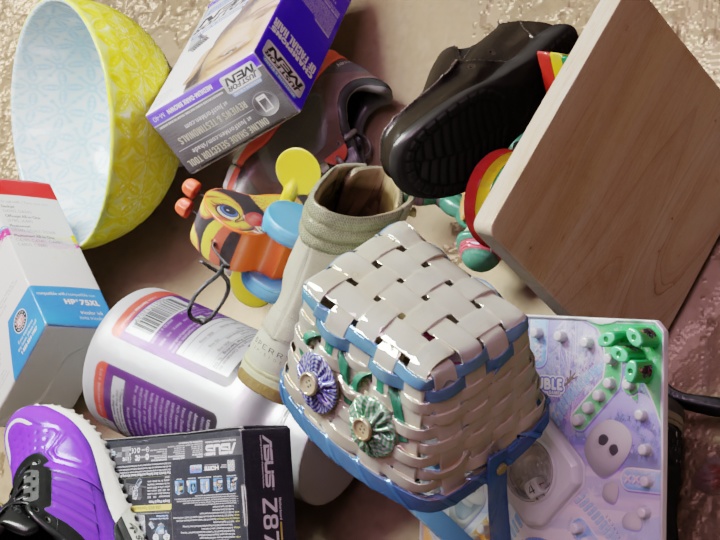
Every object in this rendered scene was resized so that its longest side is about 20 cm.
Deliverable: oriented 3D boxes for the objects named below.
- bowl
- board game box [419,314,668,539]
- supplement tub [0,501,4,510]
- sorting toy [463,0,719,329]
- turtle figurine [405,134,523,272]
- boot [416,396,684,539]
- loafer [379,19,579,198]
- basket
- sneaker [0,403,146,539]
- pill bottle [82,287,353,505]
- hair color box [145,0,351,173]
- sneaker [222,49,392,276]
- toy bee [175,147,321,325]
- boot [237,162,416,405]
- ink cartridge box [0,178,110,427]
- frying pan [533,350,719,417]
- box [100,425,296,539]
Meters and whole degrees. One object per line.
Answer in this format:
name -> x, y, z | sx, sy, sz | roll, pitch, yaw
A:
bowl -> -0.190, -0.118, 1.808 | 0.107, 0.201, 0.201 | -5, 48, -30
board game box -> 0.110, 0.130, 1.490 | 0.199, 0.026, 0.202 | 2, 92, 43
supplement tub -> -0.295, 0.222, 1.615 | 0.145, 0.200, 0.146 | -13, 60, 24
sorting toy -> 0.164, -0.063, 1.580 | 0.069, 0.199, 0.201 | 15, 69, 47
turtle figurine -> 0.088, -0.071, 1.670 | 0.149, 0.101, 0.201 | -12, 48, 34
boot -> 0.125, 0.173, 1.536 | 0.202, 0.073, 0.155 | -14, 62, 21
loafer -> 0.072, -0.113, 1.577 | 0.071, 0.073, 0.200 | 21, 39, 33
basket -> 0.031, 0.084, 1.464 | 0.139, 0.201, 0.176 | -35, 51, -25
sneaker -> -0.215, 0.165, 1.570 | 0.200, 0.099, 0.070 | 54, 126, 37
pill bottle -> -0.094, 0.094, 1.656 | 0.199, 0.111, 0.112 | 22, 73, 33
hair color box -> -0.082, -0.168, 1.761 | 0.109, 0.065, 0.200 | -27, 24, 27
sneaker -> -0.041, -0.078, 1.754 | 0.081, 0.077, 0.201 | 20, 73, 26
toy bee -> -0.076, -0.035, 1.671 | 0.109, 0.200, 0.131 | 42, 103, 27
boot -> 0.000, 0.000, 1.584 | 0.072, 0.200, 0.156 | 28, 113, 21
ink cartridge box -> -0.270, 0.011, 1.780 | 0.116, 0.067, 0.201 | -56, 46, 33
frying pan -> 0.169, 0.070, 1.544 | 0.189, 0.115, 0.031 | -4, 64, 23
box -> -0.120, 0.191, 1.570 | 0.199, 0.049, 0.162 | -11, 79, 49
